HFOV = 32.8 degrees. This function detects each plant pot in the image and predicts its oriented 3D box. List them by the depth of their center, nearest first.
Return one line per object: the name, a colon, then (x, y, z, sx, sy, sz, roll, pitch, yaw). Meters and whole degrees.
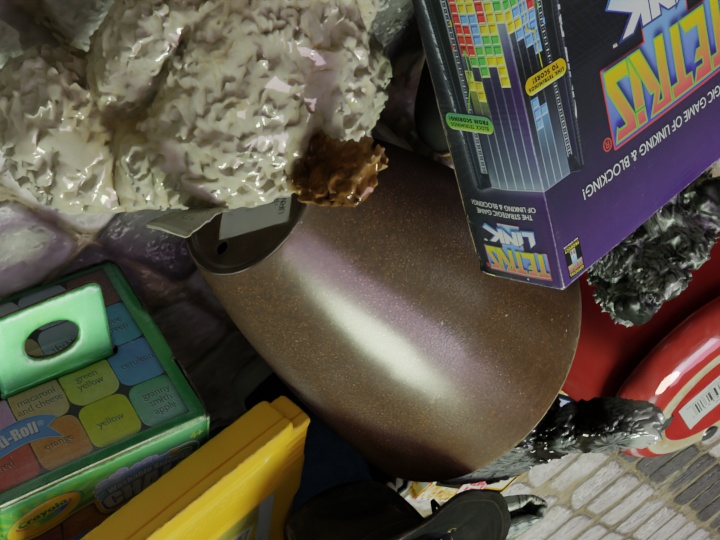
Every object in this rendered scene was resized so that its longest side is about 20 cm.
plant pot: (0.000, 0.000, 0.703, 0.187, 0.188, 0.200, -43, 136, 11)
plant pot: (0.218, 0.024, 0.931, 0.199, 0.183, 0.202, -24, 145, -18)

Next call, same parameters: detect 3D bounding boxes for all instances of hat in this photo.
hat: (0.000, 0.177, 0.751, 0.199, 0.081, 0.202, -30, 149, -20)

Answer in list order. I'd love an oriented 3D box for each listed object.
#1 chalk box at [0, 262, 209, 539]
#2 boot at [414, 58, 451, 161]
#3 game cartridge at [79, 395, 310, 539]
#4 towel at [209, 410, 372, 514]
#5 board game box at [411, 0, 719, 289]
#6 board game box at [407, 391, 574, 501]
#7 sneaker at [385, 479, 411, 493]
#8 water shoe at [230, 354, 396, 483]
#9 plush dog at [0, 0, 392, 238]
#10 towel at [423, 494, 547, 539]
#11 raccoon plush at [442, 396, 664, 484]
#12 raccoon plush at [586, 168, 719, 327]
chalk box: (-0.164, 0.090, 0.683, 0.123, 0.124, 0.201, -22, 146, -24)
boot: (0.037, -0.155, 0.624, 0.137, 0.077, 0.202, -1, 121, -39)
game cartridge: (-0.104, 0.179, 0.700, 0.176, 0.032, 0.201, -36, 154, -35)
towel: (-0.088, 0.151, 0.847, 0.197, 0.049, 0.113, -12, 128, 5)
board game box: (0.118, -0.113, 0.574, 0.199, 0.056, 0.167, -36, 119, -33)
board game box: (0.140, 0.134, 1.124, 0.200, 0.046, 0.151, -46, 148, 15)
sneaker: (-0.007, 0.193, 1.018, 0.198, 0.080, 0.072, -24, 146, -22)
water shoe: (-0.023, 0.113, 0.899, 0.071, 0.079, 0.200, -40, 149, 5)
plush dog: (-0.052, -0.119, 0.509, 0.198, 0.160, 0.174, -17, 108, -28)
towel: (0.023, 0.211, 0.910, 0.198, 0.035, 0.193, -14, 164, -13)
raccoon plush: (0.102, 0.071, 0.861, 0.197, 0.136, 0.097, -3, 153, 0)
raccoon plush: (0.125, -0.041, 0.725, 0.097, 0.133, 0.200, -55, -176, -4)
